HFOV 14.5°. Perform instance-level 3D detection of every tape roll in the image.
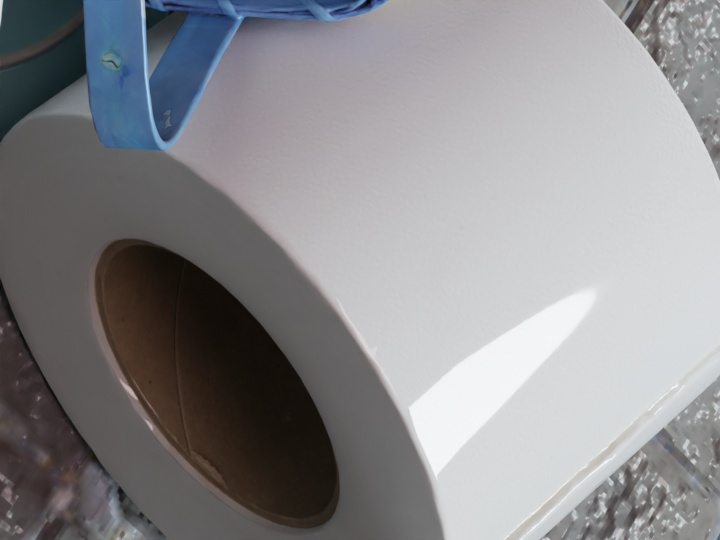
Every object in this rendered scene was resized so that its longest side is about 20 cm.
[{"bbox_3d":[0.000,0.000,0.884,0.139,0.203,0.203,-39,112,-29],"label":"tape roll"}]

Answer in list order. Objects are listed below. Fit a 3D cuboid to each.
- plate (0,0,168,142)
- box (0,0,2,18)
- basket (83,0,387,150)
[{"bbox_3d":[-0.132,-0.131,0.896,0.200,0.026,0.201,-1,92,-36],"label":"plate"},{"bbox_3d":[-0.180,-0.167,0.709,0.171,0.199,0.200,3,106,-19],"label":"box"},{"bbox_3d":[-0.044,-0.148,0.775,0.200,0.139,0.177,-59,152,-59],"label":"basket"}]
